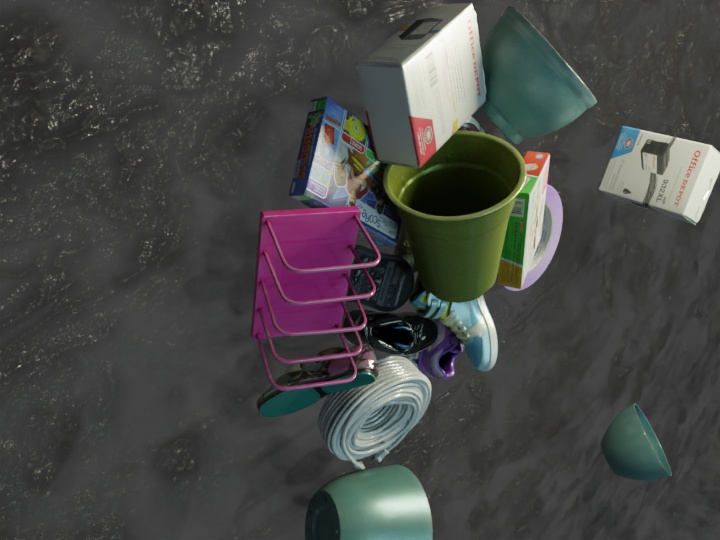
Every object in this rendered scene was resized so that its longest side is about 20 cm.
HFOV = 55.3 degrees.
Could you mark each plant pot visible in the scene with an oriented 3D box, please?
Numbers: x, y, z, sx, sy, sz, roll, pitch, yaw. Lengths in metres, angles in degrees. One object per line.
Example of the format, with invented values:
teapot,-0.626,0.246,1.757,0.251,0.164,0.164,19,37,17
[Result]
plant pot,0.001,0.433,1.152,0.157,0.200,0.206,10,103,-32
plant pot,0.139,-0.064,0.996,0.198,0.198,0.193,-36,138,-24
plant pot,0.742,0.490,1.888,0.133,0.204,0.199,-31,140,22
plant pot,0.252,-0.287,1.075,0.134,0.203,0.198,-44,139,19

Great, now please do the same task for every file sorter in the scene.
file sorter,-0.060,0.039,0.905,0.135,0.126,0.204,-5,128,-21

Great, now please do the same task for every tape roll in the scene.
tape roll,0.293,-0.069,1.282,0.196,0.065,0.206,-19,120,-36

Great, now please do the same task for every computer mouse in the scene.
computer mouse,0.000,0.000,1.055,0.197,0.052,0.142,20,91,-36

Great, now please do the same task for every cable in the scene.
cable,0.025,0.225,1.117,0.199,0.070,0.200,-40,143,4

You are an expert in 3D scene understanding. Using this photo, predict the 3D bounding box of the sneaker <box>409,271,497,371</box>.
sneaker,0.145,0.078,1.127,0.128,0.079,0.206,-13,85,-29

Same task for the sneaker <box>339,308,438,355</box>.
sneaker,0.071,0.107,1.097,0.195,0.111,0.076,7,91,-35

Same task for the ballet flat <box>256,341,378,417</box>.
ballet flat,-0.066,0.158,1.030,0.195,0.073,0.070,-22,140,12

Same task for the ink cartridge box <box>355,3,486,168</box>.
ink cartridge box,0.090,-0.261,0.963,0.200,0.084,0.151,-47,135,-37

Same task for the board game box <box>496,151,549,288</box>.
board game box,0.264,-0.087,1.109,0.200,0.039,0.157,-48,142,-56

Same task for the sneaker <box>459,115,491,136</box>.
sneaker,0.186,-0.163,1.122,0.197,0.075,0.119,26,76,-37

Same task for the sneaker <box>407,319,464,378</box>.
sneaker,0.154,0.102,1.214,0.079,0.088,0.206,6,104,-42

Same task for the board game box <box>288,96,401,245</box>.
board game box,-0.006,-0.132,0.965,0.198,0.034,0.140,26,72,-45

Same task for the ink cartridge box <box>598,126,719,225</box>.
ink cartridge box,0.621,-0.201,1.430,0.082,0.198,0.149,13,101,-44

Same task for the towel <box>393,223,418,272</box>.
towel,0.131,-0.076,1.148,0.196,0.036,0.153,-16,120,-38
